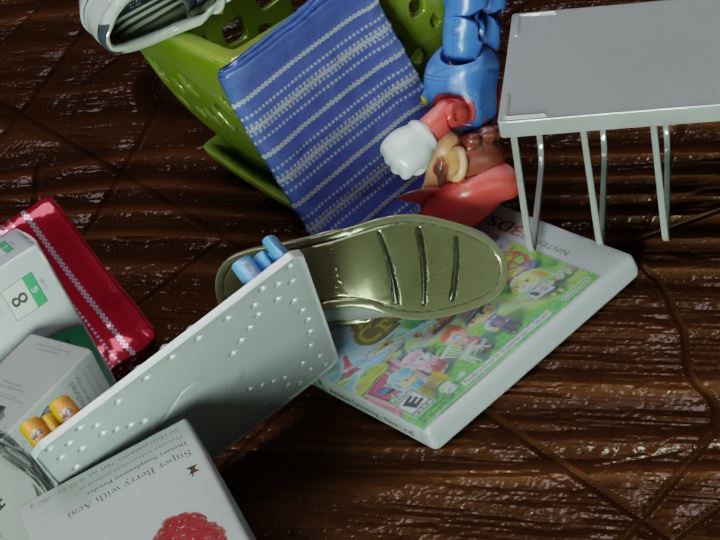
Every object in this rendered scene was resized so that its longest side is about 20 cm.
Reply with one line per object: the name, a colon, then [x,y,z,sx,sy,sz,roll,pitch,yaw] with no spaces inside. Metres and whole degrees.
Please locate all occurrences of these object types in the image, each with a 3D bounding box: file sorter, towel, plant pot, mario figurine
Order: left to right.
towel: [-0.266,0.053,1.504,0.200,0.145,0.022,-35,-2,-17]
plant pot: [-0.042,-0.165,1.618,0.200,0.182,0.199,-36,35,-17]
towel: [-0.004,-0.101,1.491,0.145,0.200,0.024,-40,22,-23]
mario figurine: [0.054,-0.122,1.464,0.123,0.200,0.106,-1,8,-31]
file sorter: [0.206,-0.098,1.406,0.200,0.125,0.139,-4,38,12]

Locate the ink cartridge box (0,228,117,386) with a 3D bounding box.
ink cartridge box: [-0.277,0.091,1.425,0.200,0.161,0.050,-36,32,-18]

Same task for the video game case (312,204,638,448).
video game case: [0.063,0.028,1.432,0.200,0.022,0.182,-39,37,-22]

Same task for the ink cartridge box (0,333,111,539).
ink cartridge box: [-0.240,0.152,1.360,0.067,0.116,0.200,12,48,40]

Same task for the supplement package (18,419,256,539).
supplement package: [-0.105,0.205,1.202,0.121,0.120,0.200,-28,34,-7]

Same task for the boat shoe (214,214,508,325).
boat shoe: [0.000,0.000,1.418,0.200,0.075,0.068,-3,1,-1]

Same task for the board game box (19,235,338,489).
board game box: [-0.110,0.077,1.306,0.200,0.200,0.026,-38,69,-9]

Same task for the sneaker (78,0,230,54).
sneaker: [-0.112,-0.219,1.521,0.200,0.073,0.071,-32,43,2]
